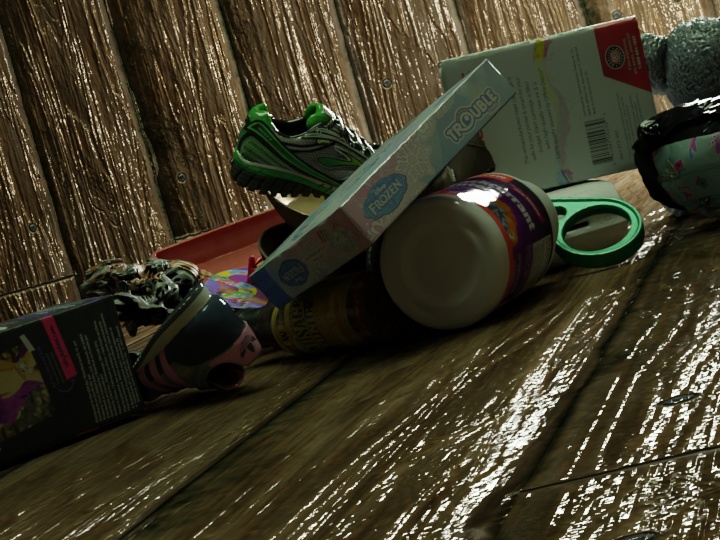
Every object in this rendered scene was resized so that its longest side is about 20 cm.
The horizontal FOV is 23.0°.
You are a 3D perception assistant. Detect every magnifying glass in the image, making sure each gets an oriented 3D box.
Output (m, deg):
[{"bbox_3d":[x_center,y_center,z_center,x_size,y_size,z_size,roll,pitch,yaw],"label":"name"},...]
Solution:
[{"bbox_3d":[0.176,-0.052,1.636,0.199,0.022,0.080,22,55,43],"label":"magnifying glass"}]

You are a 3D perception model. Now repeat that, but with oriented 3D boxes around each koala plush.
[{"bbox_3d":[0.368,-0.170,1.819,0.176,0.201,0.184,-15,5,11],"label":"koala plush"}]

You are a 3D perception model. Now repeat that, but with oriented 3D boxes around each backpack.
[{"bbox_3d":[0.369,-0.117,1.627,0.167,0.127,0.200,-35,15,-25],"label":"backpack"}]

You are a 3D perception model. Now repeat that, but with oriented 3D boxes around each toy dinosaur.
[{"bbox_3d":[-0.196,0.026,1.791,0.199,0.103,0.136,-13,28,29],"label":"toy dinosaur"}]

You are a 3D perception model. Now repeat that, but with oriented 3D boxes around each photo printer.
[{"bbox_3d":[0.177,-0.041,1.755,0.165,0.070,0.200,-16,4,2],"label":"photo printer"}]

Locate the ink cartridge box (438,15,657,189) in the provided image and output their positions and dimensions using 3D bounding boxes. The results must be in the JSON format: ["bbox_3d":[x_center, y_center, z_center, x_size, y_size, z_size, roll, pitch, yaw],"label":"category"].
[{"bbox_3d":[0.187,-0.157,1.756,0.199,0.147,0.083,-12,3,3],"label":"ink cartridge box"}]

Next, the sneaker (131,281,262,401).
[{"bbox_3d":[-0.143,0.082,1.498,0.070,0.082,0.200,-52,2,-27],"label":"sneaker"}]

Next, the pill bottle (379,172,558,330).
[{"bbox_3d":[0.102,-0.023,1.512,0.111,0.112,0.200,-14,5,25],"label":"pill bottle"}]

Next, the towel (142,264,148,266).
[{"bbox_3d":[-0.148,0.021,1.937,0.143,0.023,0.200,-20,35,-23],"label":"towel"}]

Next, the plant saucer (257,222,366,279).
[{"bbox_3d":[0.000,0.000,1.663,0.199,0.035,0.200,8,21,-3],"label":"plant saucer"}]

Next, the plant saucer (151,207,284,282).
[{"bbox_3d":[-0.095,0.005,1.899,0.199,0.037,0.200,-21,35,-23],"label":"plant saucer"}]

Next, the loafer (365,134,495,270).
[{"bbox_3d":[0.072,-0.057,1.613,0.200,0.071,0.073,-57,6,-33],"label":"loafer"}]

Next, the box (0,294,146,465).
[{"bbox_3d":[-0.299,0.100,1.466,0.199,0.107,0.122,-19,5,-37],"label":"box"}]

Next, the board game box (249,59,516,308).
[{"bbox_3d":[0.016,-0.069,1.481,0.200,0.043,0.199,-46,5,-29],"label":"board game box"}]

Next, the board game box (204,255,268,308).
[{"bbox_3d":[-0.054,0.003,1.750,0.198,0.039,0.158,5,15,0],"label":"board game box"}]

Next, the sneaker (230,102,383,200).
[{"bbox_3d":[-0.020,-0.109,1.675,0.198,0.086,0.078,7,21,-9],"label":"sneaker"}]

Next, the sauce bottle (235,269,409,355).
[{"bbox_3d":[-0.041,0.043,1.551,0.066,0.066,0.199,-20,3,-41],"label":"sauce bottle"}]

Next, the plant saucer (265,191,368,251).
[{"bbox_3d":[-0.001,-0.059,1.723,0.199,0.036,0.200,8,21,-3],"label":"plant saucer"}]
